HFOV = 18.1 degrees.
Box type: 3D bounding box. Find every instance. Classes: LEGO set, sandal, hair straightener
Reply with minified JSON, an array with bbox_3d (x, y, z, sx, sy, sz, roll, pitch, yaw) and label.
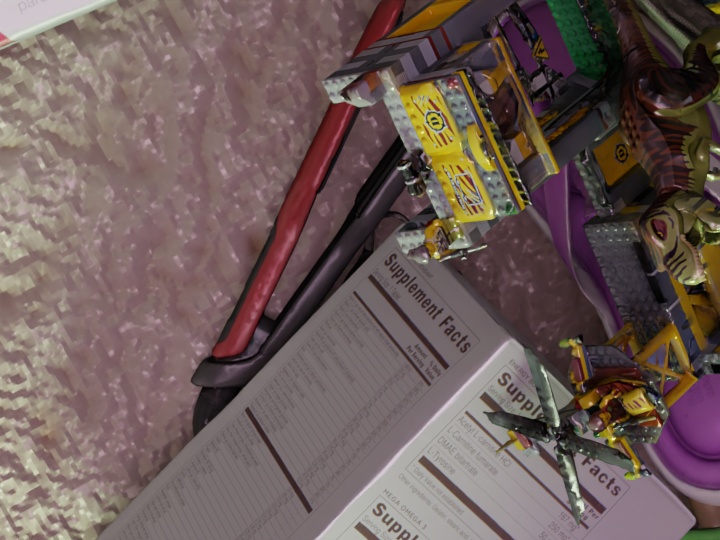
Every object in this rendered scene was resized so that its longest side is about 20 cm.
[{"bbox_3d":[0.081,-0.016,0.640,0.116,0.153,0.201,-39,119,-35],"label":"LEGO set"},{"bbox_3d":[0.100,-0.018,0.787,0.082,0.050,0.204,-31,69,16],"label":"sandal"},{"bbox_3d":[0.000,0.000,0.829,0.076,0.041,0.201,26,95,-6],"label":"hair straightener"}]

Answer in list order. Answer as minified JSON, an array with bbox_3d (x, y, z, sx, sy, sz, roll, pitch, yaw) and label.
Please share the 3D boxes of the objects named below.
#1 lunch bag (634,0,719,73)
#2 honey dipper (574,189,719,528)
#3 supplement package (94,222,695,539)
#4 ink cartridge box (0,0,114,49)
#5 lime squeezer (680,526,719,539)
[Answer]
[{"bbox_3d":[0.182,-0.082,0.735,0.198,0.164,0.119,9,83,27],"label":"lunch bag"},{"bbox_3d":[0.118,0.052,0.849,0.038,0.038,0.202,-21,95,-1],"label":"honey dipper"},{"bbox_3d":[-0.003,0.104,0.793,0.200,0.114,0.109,-45,119,3],"label":"supplement package"},{"bbox_3d":[-0.159,-0.172,0.776,0.144,0.083,0.202,-23,98,-1],"label":"ink cartridge box"},{"bbox_3d":[0.196,0.121,0.846,0.199,0.038,0.071,36,60,-27],"label":"lime squeezer"}]
